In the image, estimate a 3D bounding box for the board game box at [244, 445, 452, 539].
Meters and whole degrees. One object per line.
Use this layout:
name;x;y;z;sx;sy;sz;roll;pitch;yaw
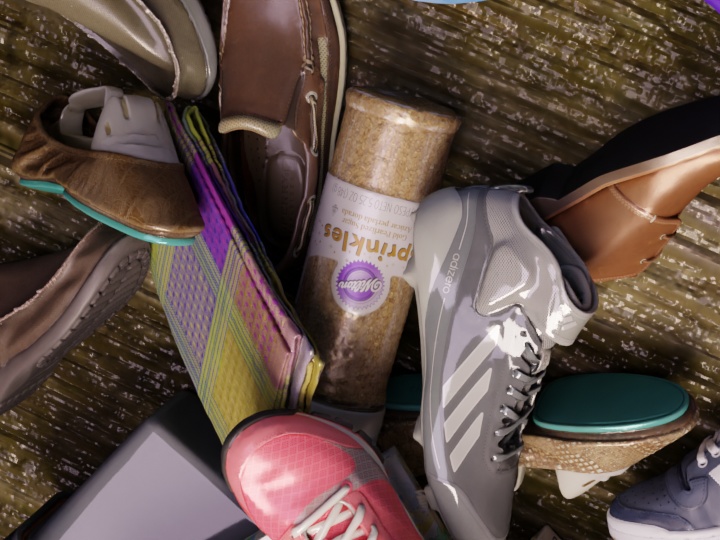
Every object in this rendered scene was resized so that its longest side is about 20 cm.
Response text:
board game box;-0.030;0.210;1.077;0.199;0.034;0.135;-32;93;3

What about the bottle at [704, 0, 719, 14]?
bottle;0.251;-0.127;0.965;0.199;0.065;0.084;27;114;9

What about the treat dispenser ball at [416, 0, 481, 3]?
treat dispenser ball;0.043;-0.232;0.928;0.199;0.201;0.203;6;110;17

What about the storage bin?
storage bin;-0.102;0.179;1.161;0.200;0.146;0.135;40;106;3

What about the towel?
towel;-0.075;0.020;1.068;0.201;0.023;0.144;61;150;35

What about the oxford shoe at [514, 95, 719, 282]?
oxford shoe;0.153;-0.038;1.033;0.199;0.071;0.072;-26;103;36

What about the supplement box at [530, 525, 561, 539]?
supplement box;0.131;0.271;1.137;0.200;0.074;0.126;45;115;1

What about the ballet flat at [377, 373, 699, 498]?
ballet flat;0.101;0.096;1.098;0.198;0.071;0.066;2;118;28

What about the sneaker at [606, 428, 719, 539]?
sneaker;0.223;0.087;1.044;0.198;0.070;0.109;-12;105;18

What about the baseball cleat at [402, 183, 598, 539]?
baseball cleat;0.077;0.055;1.017;0.106;0.070;0.202;-4;100;29

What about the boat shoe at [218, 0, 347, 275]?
boat shoe;-0.047;-0.093;1.076;0.074;0.075;0.204;-1;107;19

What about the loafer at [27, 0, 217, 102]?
loafer;-0.163;-0.164;1.085;0.200;0.070;0.075;45;148;7

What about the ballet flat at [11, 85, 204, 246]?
ballet flat;-0.142;-0.067;1.083;0.067;0.200;0.073;9;97;-30

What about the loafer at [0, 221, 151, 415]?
loafer;-0.204;0.024;1.162;0.071;0.073;0.200;51;125;3

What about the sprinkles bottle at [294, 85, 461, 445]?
sprinkles bottle;0.000;0.000;1.074;0.068;0.068;0.202;17;100;13

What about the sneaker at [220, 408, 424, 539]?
sneaker;0.008;0.150;0.989;0.074;0.087;0.200;-41;111;3
